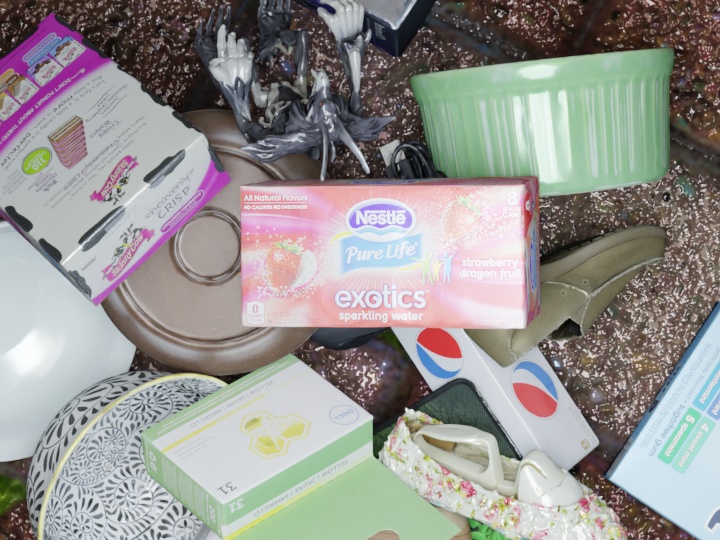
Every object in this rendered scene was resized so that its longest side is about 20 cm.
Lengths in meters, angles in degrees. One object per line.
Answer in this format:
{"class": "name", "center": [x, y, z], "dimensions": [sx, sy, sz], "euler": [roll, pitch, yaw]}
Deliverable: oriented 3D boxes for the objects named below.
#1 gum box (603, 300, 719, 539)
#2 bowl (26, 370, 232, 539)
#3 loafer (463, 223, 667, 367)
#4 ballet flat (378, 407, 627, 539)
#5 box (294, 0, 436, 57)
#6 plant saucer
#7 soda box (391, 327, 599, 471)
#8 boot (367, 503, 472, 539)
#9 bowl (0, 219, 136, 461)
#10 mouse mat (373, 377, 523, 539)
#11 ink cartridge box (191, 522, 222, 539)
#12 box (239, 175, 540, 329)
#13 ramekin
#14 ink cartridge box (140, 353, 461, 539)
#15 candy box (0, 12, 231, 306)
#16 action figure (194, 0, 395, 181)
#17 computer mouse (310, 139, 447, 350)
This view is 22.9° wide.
{"class": "gum box", "center": [0.322, 0.148, 1.398], "dimensions": [0.200, 0.045, 0.170], "euler": [34, 89, 2]}
{"class": "bowl", "center": [-0.187, 0.150, 1.374], "dimensions": [0.094, 0.201, 0.201], "euler": [32, 89, 40]}
{"class": "loafer", "center": [0.159, 0.018, 1.371], "dimensions": [0.200, 0.076, 0.068], "euler": [-22, 92, -25]}
{"class": "ballet flat", "center": [0.103, 0.156, 1.314], "dimensions": [0.200, 0.076, 0.064], "euler": [16, 118, 20]}
{"class": "box", "center": [-0.030, -0.264, 1.376], "dimensions": [0.200, 0.148, 0.104], "euler": [30, 89, 4]}
{"class": "plant saucer", "center": [-0.110, -0.019, 1.322], "dimensions": [0.200, 0.032, 0.201], "euler": [1, 96, 5]}
{"class": "soda box", "center": [0.098, 0.077, 1.388], "dimensions": [0.064, 0.068, 0.200], "euler": [-35, 86, 42]}
{"class": "boot", "center": [-0.008, 0.247, 1.388], "dimensions": [0.200, 0.072, 0.167], "euler": [4, 108, 13]}
{"class": "bowl", "center": [-0.282, 0.040, 1.384], "dimensions": [0.201, 0.090, 0.201], "euler": [-13, 117, -26]}
{"class": "mouse mat", "center": [0.078, 0.199, 1.387], "dimensions": [0.161, 0.008, 0.200], "euler": [-35, 88, 30]}
{"class": "ink cartridge box", "center": [-0.049, 0.264, 1.372], "dimensions": [0.200, 0.050, 0.161], "euler": [21, 126, -16]}
{"class": "box", "center": [0.023, -0.014, 1.238], "dimensions": [0.200, 0.095, 0.103], "euler": [1, 95, 12]}
{"class": "ramekin", "center": [0.141, -0.109, 1.343], "dimensions": [0.200, 0.200, 0.098], "euler": [-6, 95, 2]}
{"class": "ink cartridge box", "center": [-0.044, 0.152, 1.293], "dimensions": [0.145, 0.048, 0.200], "euler": [-27, 43, -31]}
{"class": "candy box", "center": [-0.208, -0.084, 1.288], "dimensions": [0.136, 0.061, 0.200], "euler": [-43, 53, -10]}
{"class": "action figure", "center": [-0.053, -0.142, 1.273], "dimensions": [0.119, 0.200, 0.102], "euler": [-18, 127, -18]}
{"class": "computer mouse", "center": [0.000, 0.000, 1.353], "dimensions": [0.053, 0.200, 0.139], "euler": [-13, 75, -41]}
